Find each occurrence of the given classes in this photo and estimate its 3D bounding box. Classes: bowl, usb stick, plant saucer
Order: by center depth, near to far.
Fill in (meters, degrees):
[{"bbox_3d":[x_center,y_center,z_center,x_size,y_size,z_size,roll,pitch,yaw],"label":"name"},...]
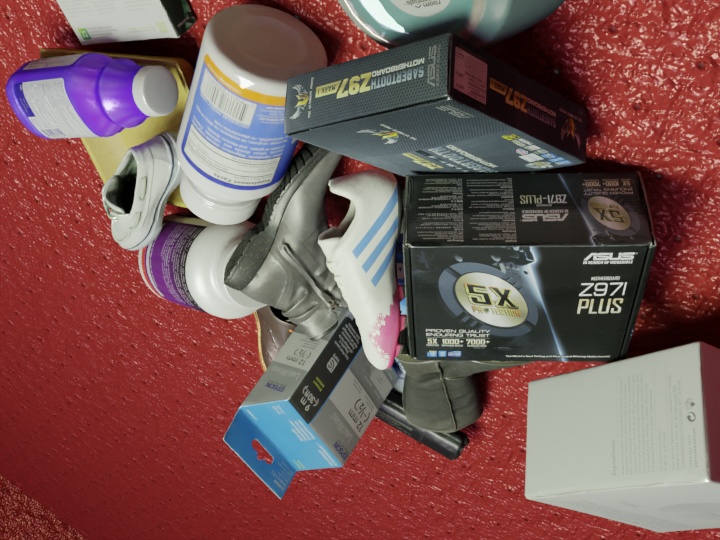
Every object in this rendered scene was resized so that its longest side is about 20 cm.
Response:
[{"bbox_3d":[0.051,-0.230,0.616,0.200,0.105,0.201,22,143,18],"label":"bowl"},{"bbox_3d":[-0.231,-0.162,0.963,0.200,0.048,0.200,12,139,27],"label":"plant saucer"},{"bbox_3d":[0.046,0.182,1.126,0.200,0.033,0.056,29,151,9],"label":"usb stick"}]

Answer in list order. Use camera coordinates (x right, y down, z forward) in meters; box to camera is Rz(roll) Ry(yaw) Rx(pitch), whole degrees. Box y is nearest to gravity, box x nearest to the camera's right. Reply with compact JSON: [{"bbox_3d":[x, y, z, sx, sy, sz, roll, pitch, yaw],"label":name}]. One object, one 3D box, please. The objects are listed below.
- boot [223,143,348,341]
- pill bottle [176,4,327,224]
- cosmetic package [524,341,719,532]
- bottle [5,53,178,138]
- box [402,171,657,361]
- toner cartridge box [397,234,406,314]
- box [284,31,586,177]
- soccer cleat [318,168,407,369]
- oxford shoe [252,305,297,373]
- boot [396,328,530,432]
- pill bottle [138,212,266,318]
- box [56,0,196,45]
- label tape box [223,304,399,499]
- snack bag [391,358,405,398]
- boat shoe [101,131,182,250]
[{"bbox_3d":[-0.038,-0.037,0.892,0.131,0.070,0.200,31,104,-16],"label":"boot"},{"bbox_3d":[-0.111,-0.137,0.824,0.112,0.112,0.200,32,137,2],"label":"pill bottle"},{"bbox_3d":[0.295,0.165,0.816,0.199,0.123,0.200,21,151,-30],"label":"cosmetic package"},{"bbox_3d":[-0.269,-0.176,0.879,0.200,0.065,0.084,4,136,35],"label":"bottle"},{"bbox_3d":[0.140,0.001,0.769,0.199,0.086,0.164,0,140,5],"label":"box"},{"bbox_3d":[0.065,0.002,0.929,0.200,0.043,0.095,2,135,36],"label":"toner cartridge box"},{"bbox_3d":[0.063,-0.117,0.691,0.157,0.051,0.200,-3,170,40],"label":"box"},{"bbox_3d":[0.000,0.000,0.855,0.086,0.070,0.201,-2,104,-11],"label":"soccer cleat"},{"bbox_3d":[-0.086,0.082,1.056,0.072,0.071,0.200,-8,106,64],"label":"oxford shoe"},{"bbox_3d":[0.126,0.125,1.001,0.181,0.073,0.200,1,141,15],"label":"boot"},{"bbox_3d":[-0.169,-0.007,1.005,0.200,0.112,0.113,11,142,54],"label":"pill bottle"},{"bbox_3d":[-0.256,-0.311,0.821,0.144,0.036,0.200,6,138,33],"label":"box"},{"bbox_3d":[-0.052,0.155,1.013,0.066,0.200,0.143,9,145,39],"label":"label tape box"},{"bbox_3d":[-0.005,0.120,1.141,0.188,0.021,0.200,27,143,11],"label":"snack bag"},{"bbox_3d":[-0.251,-0.085,0.955,0.074,0.067,0.200,59,140,18],"label":"boat shoe"}]
